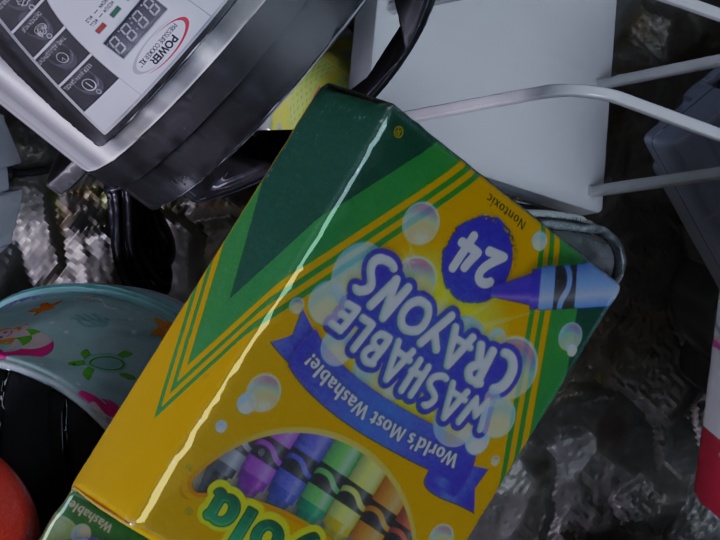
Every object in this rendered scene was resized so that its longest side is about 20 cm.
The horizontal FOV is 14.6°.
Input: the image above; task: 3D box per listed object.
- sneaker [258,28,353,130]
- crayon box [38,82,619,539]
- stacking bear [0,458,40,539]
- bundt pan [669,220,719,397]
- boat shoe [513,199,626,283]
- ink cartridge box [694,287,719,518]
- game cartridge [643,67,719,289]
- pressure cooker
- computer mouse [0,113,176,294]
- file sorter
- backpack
[{"bbox_3d":[0.000,0.000,1.163,0.078,0.090,0.200,-19,112,-23],"label":"sneaker"},{"bbox_3d":[-0.011,0.053,0.987,0.126,0.052,0.200,36,83,-33],"label":"crayon box"},{"bbox_3d":[-0.192,0.127,1.020,0.114,0.122,0.200,24,133,-32],"label":"stacking bear"},{"bbox_3d":[0.225,0.003,1.289,0.202,0.076,0.202,-7,106,-25],"label":"bundt pan"},{"bbox_3d":[0.028,0.007,1.073,0.199,0.068,0.074,-2,95,-50],"label":"boat shoe"},{"bbox_3d":[0.218,0.012,1.125,0.148,0.086,0.200,-29,142,-27],"label":"ink cartridge box"},{"bbox_3d":[0.225,-0.064,1.210,0.200,0.041,0.133,-39,121,-14],"label":"game cartridge"},{"bbox_3d":[-0.071,-0.125,1.027,0.200,0.176,0.179,39,69,-15],"label":"pressure cooker"},{"bbox_3d":[-0.166,-0.028,1.096,0.200,0.044,0.110,-11,108,-25],"label":"computer mouse"},{"bbox_3d":[0.092,-0.138,1.109,0.139,0.124,0.200,15,76,-41],"label":"file sorter"},{"bbox_3d":[-0.094,0.102,1.093,0.151,0.177,0.200,-39,115,-41],"label":"backpack"}]
